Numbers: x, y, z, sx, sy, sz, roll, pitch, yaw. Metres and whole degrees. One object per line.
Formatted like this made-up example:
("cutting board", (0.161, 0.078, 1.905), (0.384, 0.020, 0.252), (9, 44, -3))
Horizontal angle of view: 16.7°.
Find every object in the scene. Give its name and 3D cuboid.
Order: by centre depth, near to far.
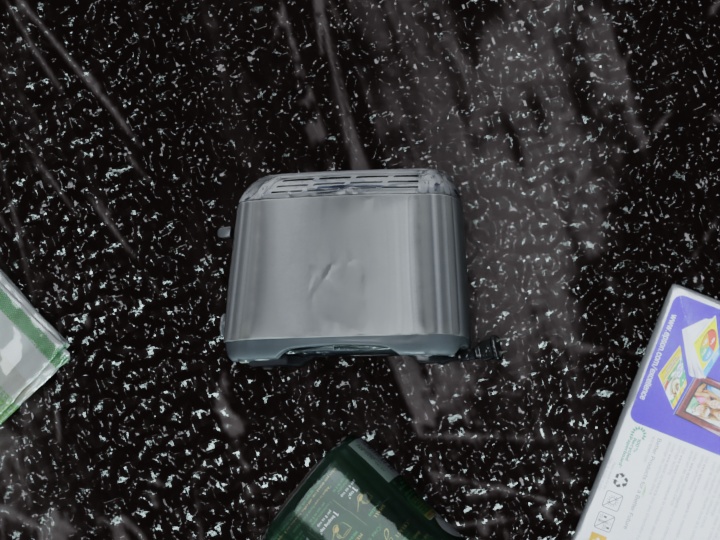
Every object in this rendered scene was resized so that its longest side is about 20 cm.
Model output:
("ink cartridge box", (0.270, 0.136, 1.675), (0.200, 0.043, 0.199), (22, 92, 10))
("coffee jar", (0.036, 0.213, 1.688), (0.200, 0.085, 0.104), (40, 92, 9))
("toaster", (0.000, 0.000, 1.690), (0.199, 0.114, 0.130), (-2, 85, 11))
("towel", (-0.324, 0.074, 1.785), (0.200, 0.031, 0.149), (-44, 79, 7))
